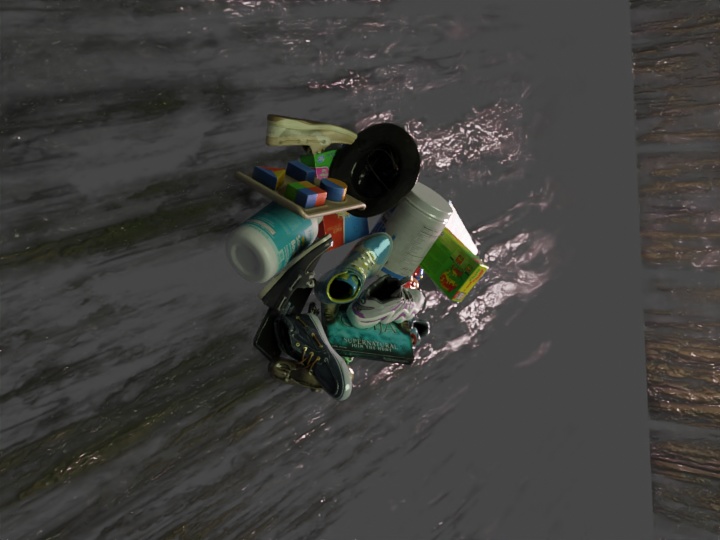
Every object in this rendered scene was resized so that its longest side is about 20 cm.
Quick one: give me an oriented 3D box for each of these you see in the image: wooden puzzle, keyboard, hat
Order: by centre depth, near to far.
[{"bbox_3d":[-0.108,-0.159,1.442,0.199,0.184,0.047,-12,126,-53],"label":"wooden puzzle"},{"bbox_3d":[-0.141,0.093,1.549,0.127,0.020,0.201,49,56,-39],"label":"keyboard"},{"bbox_3d":[0.038,-0.196,1.576,0.081,0.199,0.203,27,70,-66],"label":"hat"}]

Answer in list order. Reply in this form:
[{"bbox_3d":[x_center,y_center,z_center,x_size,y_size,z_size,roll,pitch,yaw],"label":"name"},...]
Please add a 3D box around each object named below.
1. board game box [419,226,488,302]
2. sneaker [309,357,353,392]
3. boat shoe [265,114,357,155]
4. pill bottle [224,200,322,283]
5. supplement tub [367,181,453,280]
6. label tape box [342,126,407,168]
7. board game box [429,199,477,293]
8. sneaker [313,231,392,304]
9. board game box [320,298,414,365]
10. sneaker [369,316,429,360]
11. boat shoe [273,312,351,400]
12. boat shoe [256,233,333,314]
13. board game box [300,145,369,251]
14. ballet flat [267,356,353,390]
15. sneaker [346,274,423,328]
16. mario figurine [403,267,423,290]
[{"bbox_3d":[0.180,-0.035,1.715,0.102,0.200,0.047,-52,149,17],"label":"board game box"},{"bbox_3d":[-0.044,0.174,1.622,0.201,0.088,0.077,-56,133,-33],"label":"sneaker"},{"bbox_3d":[-0.098,-0.264,1.524,0.198,0.072,0.066,2,104,-35],"label":"boat shoe"},{"bbox_3d":[-0.154,-0.071,1.446,0.200,0.110,0.112,-44,125,-41],"label":"pill bottle"},{"bbox_3d":[0.096,-0.081,1.665,0.131,0.132,0.201,3,125,-52],"label":"supplement tub"},{"bbox_3d":[0.041,-0.230,1.669,0.200,0.063,0.146,-27,113,-58],"label":"label tape box"},{"bbox_3d":[0.216,-0.059,1.968,0.200,0.064,0.148,54,51,-39],"label":"board game box"},{"bbox_3d":[0.000,0.000,1.546,0.200,0.131,0.080,-44,101,-7],"label":"sneaker"},{"bbox_3d":[0.013,0.124,1.623,0.198,0.028,0.136,10,51,-23],"label":"board game box"},{"bbox_3d":[0.090,0.152,1.791,0.199,0.095,0.080,-29,114,-48],"label":"sneaker"},{"bbox_3d":[-0.097,0.168,1.478,0.090,0.201,0.071,1,136,-44],"label":"boat shoe"},{"bbox_3d":[-0.111,0.008,1.446,0.063,0.200,0.073,48,25,-2],"label":"boat shoe"},{"bbox_3d":[-0.052,-0.156,1.630,0.153,0.040,0.202,-25,112,-49],"label":"board game box"},{"bbox_3d":[-0.092,0.209,1.536,0.199,0.046,0.068,15,96,-35],"label":"ballet flat"},{"bbox_3d":[0.078,0.050,1.599,0.199,0.140,0.078,-17,64,-38],"label":"sneaker"},{"bbox_3d":[0.125,0.024,1.809,0.201,0.105,0.124,-60,163,-44],"label":"mario figurine"}]
